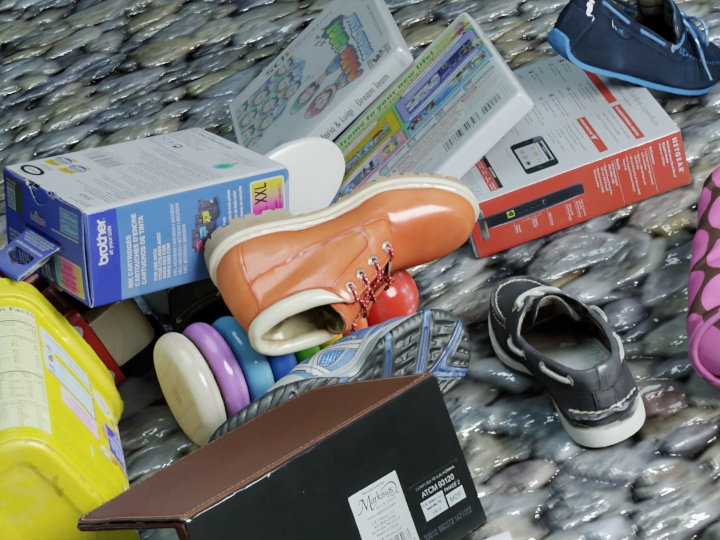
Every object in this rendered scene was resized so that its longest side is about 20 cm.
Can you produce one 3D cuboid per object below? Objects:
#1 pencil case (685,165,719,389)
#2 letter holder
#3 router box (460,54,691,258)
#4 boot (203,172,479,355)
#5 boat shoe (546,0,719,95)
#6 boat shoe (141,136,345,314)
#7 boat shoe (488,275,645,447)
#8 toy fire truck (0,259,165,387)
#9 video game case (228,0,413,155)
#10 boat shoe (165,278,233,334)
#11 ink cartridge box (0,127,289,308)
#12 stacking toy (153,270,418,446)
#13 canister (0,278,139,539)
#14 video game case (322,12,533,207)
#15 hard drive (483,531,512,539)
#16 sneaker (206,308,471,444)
[{"bbox_3d":[0.267,-0.002,1.262,0.094,0.090,0.201,-44,18,32],"label":"pencil case"},{"bbox_3d":[-0.050,0.150,1.145,0.199,0.101,0.142,-27,11,-36],"label":"letter holder"},{"bbox_3d":[0.148,-0.102,1.533,0.178,0.049,0.200,-19,29,-1],"label":"router box"},{"bbox_3d":[0.000,0.000,1.326,0.198,0.076,0.108,-17,43,-10],"label":"boot"},{"bbox_3d":[0.236,-0.185,1.519,0.199,0.069,0.084,-2,34,-49],"label":"boat shoe"},{"bbox_3d":[-0.101,-0.040,1.548,0.200,0.072,0.068,-45,29,-9],"label":"boat shoe"},{"bbox_3d":[0.131,0.044,1.285,0.073,0.061,0.200,-21,29,-2],"label":"boat shoe"},{"bbox_3d":[-0.277,0.048,1.471,0.199,0.129,0.176,-39,34,-11],"label":"toy fire truck"},{"bbox_3d":[-0.040,-0.165,1.693,0.182,0.024,0.200,-43,26,12],"label":"video game case"},{"bbox_3d":[-0.060,0.011,1.441,0.198,0.070,0.067,-13,60,18],"label":"boat shoe"},{"bbox_3d":[-0.169,-0.039,1.379,0.198,0.077,0.136,-13,23,-32],"label":"ink cartridge box"},{"bbox_3d":[-0.045,0.048,1.368,0.199,0.086,0.085,-26,30,-20],"label":"stacking toy"},{"bbox_3d":[-0.217,0.114,1.281,0.086,0.149,0.200,-34,31,6],"label":"canister"},{"bbox_3d":[0.041,-0.102,1.536,0.200,0.022,0.182,-45,27,12],"label":"video game case"},{"bbox_3d":[0.009,0.227,1.084,0.198,0.026,0.132,-19,29,-1],"label":"hard drive"},{"bbox_3d":[-0.018,0.093,1.297,0.199,0.076,0.077,-27,9,-16],"label":"sneaker"}]
